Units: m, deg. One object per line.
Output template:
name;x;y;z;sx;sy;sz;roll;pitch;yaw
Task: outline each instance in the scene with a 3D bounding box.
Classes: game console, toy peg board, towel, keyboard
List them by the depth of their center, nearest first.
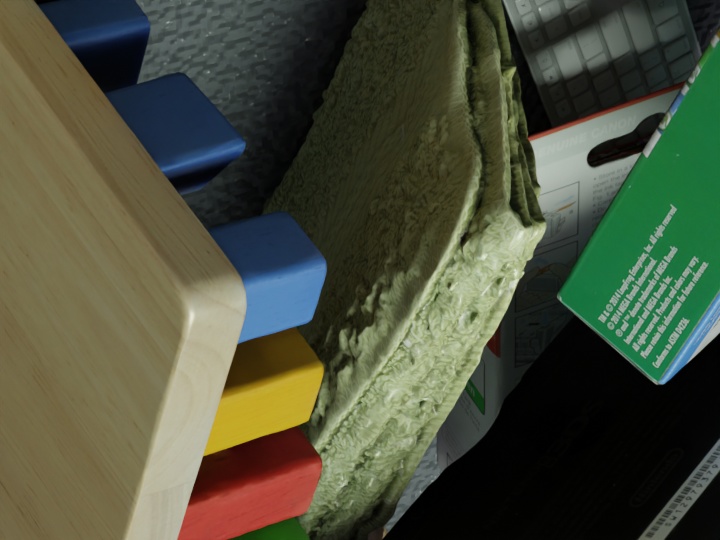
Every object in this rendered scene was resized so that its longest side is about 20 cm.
toy peg board;-0.077;0.001;0.782;0.097;0.200;0.200;-16;142;-33
game console;0.077;0.094;0.845;0.200;0.175;0.117;-48;124;-24
towel;0.000;0.000;0.847;0.036;0.149;0.200;13;133;-18
keyboard;0.087;-0.064;0.923;0.056;0.011;0.200;-25;141;1

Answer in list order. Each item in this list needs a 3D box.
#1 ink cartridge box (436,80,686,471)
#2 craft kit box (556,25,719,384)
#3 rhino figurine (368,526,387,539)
ink cartridge box;0.083;0.001;0.943;0.108;0.050;0.201;-20;139;-16
craft kit box;0.156;-0.086;0.771;0.197;0.048;0.200;-34;160;-46
rhino figurine;-0.082;0.098;0.980;0.199;0.060;0.088;-4;142;-12
